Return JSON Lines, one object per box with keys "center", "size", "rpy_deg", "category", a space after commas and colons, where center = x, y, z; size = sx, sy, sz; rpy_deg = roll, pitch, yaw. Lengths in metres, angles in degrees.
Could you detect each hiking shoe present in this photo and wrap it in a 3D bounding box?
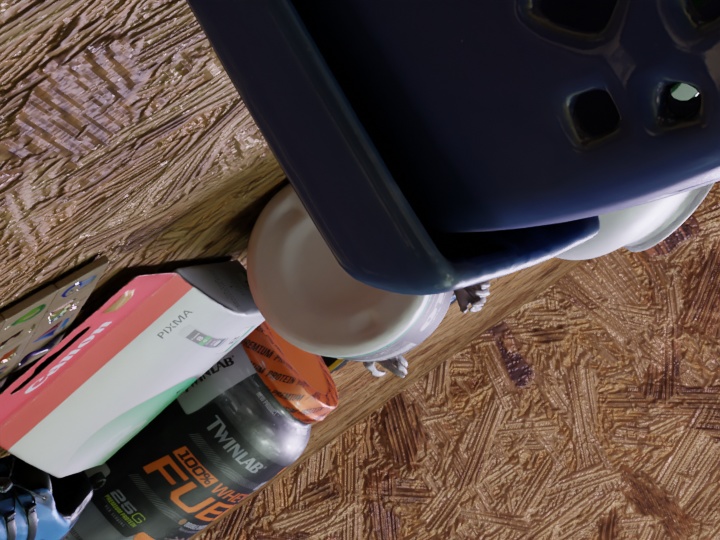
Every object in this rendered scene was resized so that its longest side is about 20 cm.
{"center": [-0.238, 0.142, 1.352], "size": [0.087, 0.074, 0.200], "rpy_deg": [-47, 162, 9], "category": "hiking shoe"}

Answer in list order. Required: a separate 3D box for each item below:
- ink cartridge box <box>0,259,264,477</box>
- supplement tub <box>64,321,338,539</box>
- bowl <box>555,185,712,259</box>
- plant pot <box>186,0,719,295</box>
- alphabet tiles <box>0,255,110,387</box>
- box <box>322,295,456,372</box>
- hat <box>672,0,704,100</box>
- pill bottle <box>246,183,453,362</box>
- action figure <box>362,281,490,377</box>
{"center": [-0.146, 0.063, 1.320], "size": [0.161, 0.050, 0.200], "rpy_deg": [-41, 175, 12], "category": "ink cartridge box"}
{"center": [-0.121, 0.111, 1.488], "size": [0.200, 0.123, 0.122], "rpy_deg": [-37, 173, 12], "category": "supplement tub"}
{"center": [0.183, -0.077, 1.498], "size": [0.201, 0.090, 0.201], "rpy_deg": [-47, -165, 16], "category": "bowl"}
{"center": [0.055, -0.104, 0.631], "size": [0.180, 0.200, 0.200], "rpy_deg": [-31, 175, 20], "category": "plant pot"}
{"center": [-0.226, 0.067, 1.185], "size": [0.167, 0.008, 0.200], "rpy_deg": [-32, 172, -29], "category": "alphabet tiles"}
{"center": [0.062, 0.005, 1.947], "size": [0.200, 0.049, 0.160], "rpy_deg": [-28, 172, -47], "category": "box"}
{"center": [0.086, -0.165, 1.071], "size": [0.165, 0.176, 0.200], "rpy_deg": [-34, 136, 15], "category": "hat"}
{"center": [0.000, 0.000, 1.364], "size": [0.113, 0.113, 0.200], "rpy_deg": [-36, 174, 4], "category": "pill bottle"}
{"center": [0.030, 0.023, 1.710], "size": [0.119, 0.102, 0.200], "rpy_deg": [-47, 171, 3], "category": "action figure"}
